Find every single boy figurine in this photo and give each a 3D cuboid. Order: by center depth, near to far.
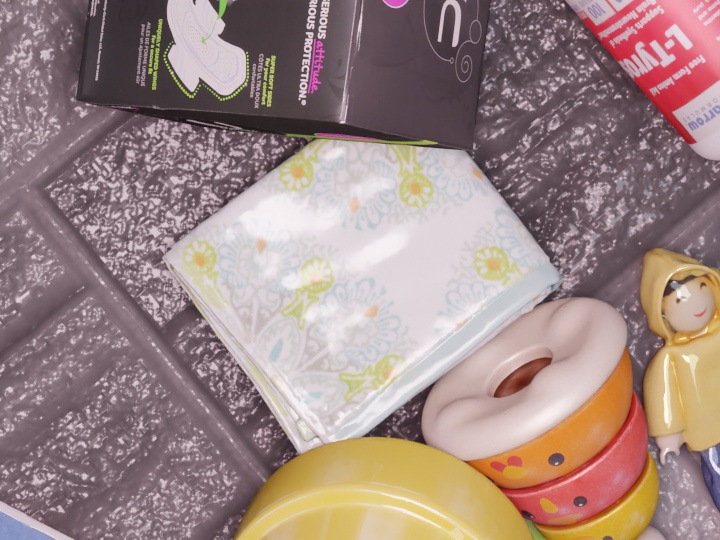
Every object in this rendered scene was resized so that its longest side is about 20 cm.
[{"bbox_3d":[0.240,0.074,1.740,0.124,0.064,0.200,-22,97,-5],"label":"boy figurine"}]

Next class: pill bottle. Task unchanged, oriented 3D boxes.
[{"bbox_3d":[0.226,-0.144,1.710,0.112,0.112,0.200,-42,96,-6],"label":"pill bottle"}]

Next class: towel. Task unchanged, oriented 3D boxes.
[{"bbox_3d":[0.000,0.000,1.692,0.200,0.048,0.171,-36,81,-7],"label":"towel"}]

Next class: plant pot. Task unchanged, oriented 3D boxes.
[{"bbox_3d":[-0.002,0.230,1.604,0.200,0.189,0.201,6,117,12],"label":"plant pot"}]

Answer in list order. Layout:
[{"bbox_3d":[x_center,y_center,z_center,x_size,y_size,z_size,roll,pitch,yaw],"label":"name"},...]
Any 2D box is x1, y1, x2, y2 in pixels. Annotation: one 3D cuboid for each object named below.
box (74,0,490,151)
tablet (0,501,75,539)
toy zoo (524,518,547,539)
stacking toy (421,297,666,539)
[{"bbox_3d":[-0.043,-0.145,1.607,0.200,0.148,0.125,7,90,35],"label":"box"},{"bbox_3d":[-0.202,0.223,1.670,0.200,0.014,0.130,26,100,4],"label":"tablet"},{"bbox_3d":[0.126,0.268,1.744,0.131,0.020,0.200,-45,96,-6],"label":"toy zoo"},{"bbox_3d":[0.145,0.130,1.707,0.146,0.146,0.200,-37,111,-6],"label":"stacking toy"}]
